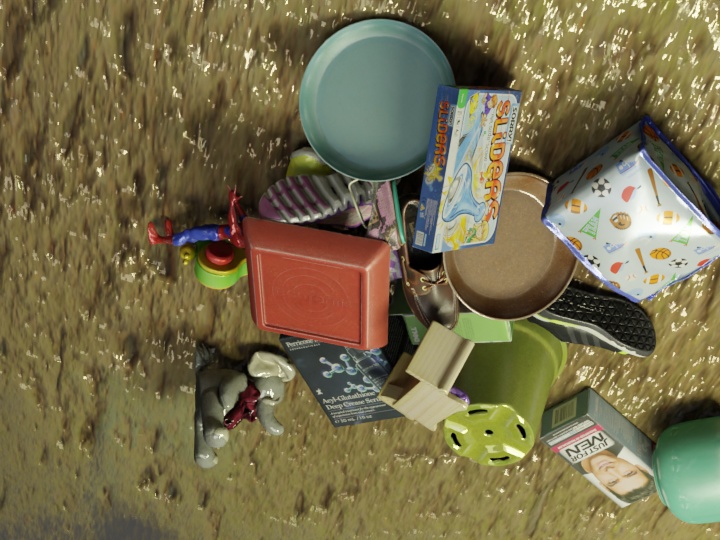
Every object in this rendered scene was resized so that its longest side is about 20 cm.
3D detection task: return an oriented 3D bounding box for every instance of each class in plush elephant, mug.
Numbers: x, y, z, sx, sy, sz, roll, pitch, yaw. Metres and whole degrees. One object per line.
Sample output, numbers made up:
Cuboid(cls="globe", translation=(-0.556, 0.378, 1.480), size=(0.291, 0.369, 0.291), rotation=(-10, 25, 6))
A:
Cuboid(cls="plush elephant", translation=(-0.186, 0.211, 1.842), size=(0.154, 0.201, 0.165), rotation=(1, 148, -15))
Cuboid(cls="mug", translation=(0.513, 0.313, 1.727), size=(0.114, 0.152, 0.185), rotation=(-14, 123, 25))

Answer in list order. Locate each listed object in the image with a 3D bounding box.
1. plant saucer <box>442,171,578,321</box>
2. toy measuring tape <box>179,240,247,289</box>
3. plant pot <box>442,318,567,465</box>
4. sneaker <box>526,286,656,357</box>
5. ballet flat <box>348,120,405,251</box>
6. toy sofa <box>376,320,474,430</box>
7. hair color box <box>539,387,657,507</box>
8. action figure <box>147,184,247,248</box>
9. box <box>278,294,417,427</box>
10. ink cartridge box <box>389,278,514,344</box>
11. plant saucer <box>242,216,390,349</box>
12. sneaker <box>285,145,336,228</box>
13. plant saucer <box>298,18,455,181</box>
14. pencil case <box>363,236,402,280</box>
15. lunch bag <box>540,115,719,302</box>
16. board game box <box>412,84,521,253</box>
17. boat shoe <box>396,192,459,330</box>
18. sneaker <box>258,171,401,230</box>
Cuboid(cls="plant saucer", translation=(0.198, -0.034, 1.534), size=(0.200, 0.037, 0.201), rotation=(-3, 102, -16))
Cuboid(cls="toy measuring tape", translation=(-0.176, 0.005, 1.705), size=(0.199, 0.074, 0.074), rotation=(17, 132, 1))
Cuboid(cls="plant pot", translation=(0.196, 0.175, 1.673), size=(0.200, 0.184, 0.201), rotation=(8, 132, 9))
Cuboid(cls="sneaker", translation=(0.324, 0.073, 1.642), size=(0.200, 0.072, 0.083), rotation=(23, 152, -3))
Cuboid(cls="ballet flat", translation=(0.018, -0.124, 1.476), size=(0.071, 0.069, 0.201), rotation=(-3, 89, 5))
Cuboid(cls="toy sofa", translation=(0.100, 0.148, 1.579), size=(0.097, 0.083, 0.200), rotation=(31, 159, 0))
Cuboid(cls="hair color box", translation=(0.385, 0.280, 1.796), size=(0.200, 0.061, 0.099), rotation=(39, 129, -20))
Cuboid(cls="action figure", translation=(-0.211, -0.080, 1.639), size=(0.199, 0.065, 0.099), rotation=(5, 103, 27))
Cuboid(cls="box", translation=(-0.006, 0.126, 1.739), size=(0.148, 0.107, 0.200), rotation=(-13, 125, 26))
Cuboid(cls="ink cartridge box", translation=(0.120, 0.050, 1.639), size=(0.199, 0.104, 0.059), rotation=(-3, 129, 18))
Cuboid(cls="plant saucer", translation=(-0.062, 0.028, 1.529), size=(0.199, 0.037, 0.200), rotation=(10, 135, 10))
Cuboid(cls="sneaker", translation=(-0.081, -0.083, 1.598), size=(0.075, 0.077, 0.200), rotation=(15, 131, 4))
Cuboid(cls="plant saucer", translation=(0.023, -0.211, 1.428), size=(0.199, 0.027, 0.201), rotation=(0, 92, 13))
Cuboid(cls="pencil case", translation=(0.000, 0.000, 1.606), size=(0.199, 0.084, 0.086), rotation=(-20, 111, 5))
Cuboid(cls="lunch bag", translation=(0.359, -0.067, 1.462), size=(0.200, 0.124, 0.170), rotation=(44, 125, -13))
Cuboid(cls="board game box", translation=(0.132, -0.127, 1.414), size=(0.034, 0.135, 0.201), rotation=(20, 109, 37))
Cuboid(cls="boat shoe", translation=(0.086, -0.006, 1.532), size=(0.070, 0.070, 0.201), rotation=(-21, 100, -6))
Cuboid(cls="sneaker", translation=(-0.039, -0.087, 1.541), size=(0.200, 0.081, 0.089), rotation=(-18, 147, -16))
